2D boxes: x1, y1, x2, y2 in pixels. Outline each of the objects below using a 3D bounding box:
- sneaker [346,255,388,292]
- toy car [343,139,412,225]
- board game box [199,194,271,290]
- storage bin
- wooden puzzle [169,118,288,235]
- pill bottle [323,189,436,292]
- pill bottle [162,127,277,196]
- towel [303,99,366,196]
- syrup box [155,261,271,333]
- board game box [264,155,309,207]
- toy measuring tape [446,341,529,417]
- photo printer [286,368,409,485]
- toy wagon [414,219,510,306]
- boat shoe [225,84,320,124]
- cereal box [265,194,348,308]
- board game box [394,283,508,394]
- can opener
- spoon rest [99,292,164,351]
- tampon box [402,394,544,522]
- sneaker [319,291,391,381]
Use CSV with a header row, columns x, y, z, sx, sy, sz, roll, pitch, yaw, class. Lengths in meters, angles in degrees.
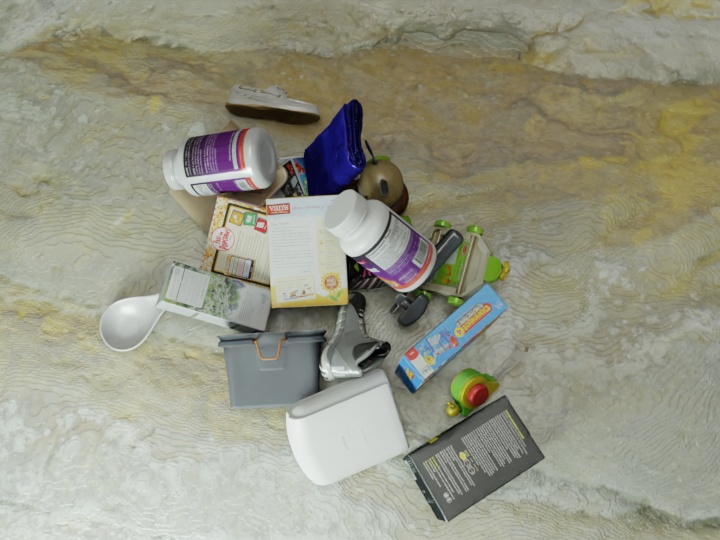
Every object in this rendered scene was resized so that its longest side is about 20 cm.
x,y,z,sx,sy,sz,roll,pitch,yaw,class
0.000,0.000,1.500,0.198,0.088,0.074,-13,75,-3,sneaker
0.020,-0.155,1.490,0.157,0.200,0.165,-17,74,-6,toy car
-0.190,-0.044,1.488,0.198,0.046,0.153,16,96,-8,board game box
-0.156,0.180,1.429,0.198,0.146,0.136,-4,83,-2,storage bin
-0.257,-0.169,1.551,0.200,0.046,0.185,-48,69,5,wooden puzzle
0.033,-0.055,1.401,0.200,0.111,0.112,36,72,-31,pill bottle
-0.264,-0.201,1.475,0.198,0.112,0.113,-4,72,18,pill bottle
-0.054,-0.213,1.485,0.049,0.200,0.149,8,65,-24,towel
-0.267,0.054,1.455,0.199,0.081,0.079,18,73,-19,syrup box
-0.155,-0.126,1.565,0.125,0.035,0.202,-7,73,-2,board game box
0.228,0.191,1.452,0.200,0.074,0.074,-43,78,-10,toy measuring tape
-0.027,0.281,1.389,0.199,0.069,0.167,-21,115,-7,photo printer
0.190,-0.009,1.492,0.199,0.040,0.156,12,79,27,toy wagon
-0.176,-0.349,1.613,0.198,0.071,0.070,10,75,4,boat shoe
-0.097,-0.035,1.441,0.143,0.040,0.202,-2,90,1,cereal box
0.157,0.127,1.407,0.195,0.200,0.056,-39,79,-10,board game box
0.130,0.016,1.470,0.067,0.053,0.200,41,95,-1,can opener
-0.400,0.079,1.489,0.199,0.061,0.100,-28,75,-9,spoon rest
0.193,0.328,1.373,0.199,0.150,0.127,-30,76,-9,tampon box
0.009,0.122,1.435,0.115,0.075,0.201,-1,45,24,sneaker
